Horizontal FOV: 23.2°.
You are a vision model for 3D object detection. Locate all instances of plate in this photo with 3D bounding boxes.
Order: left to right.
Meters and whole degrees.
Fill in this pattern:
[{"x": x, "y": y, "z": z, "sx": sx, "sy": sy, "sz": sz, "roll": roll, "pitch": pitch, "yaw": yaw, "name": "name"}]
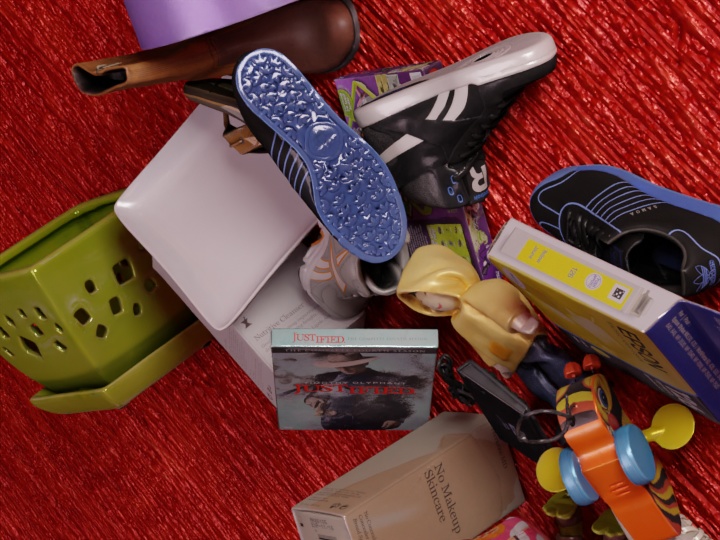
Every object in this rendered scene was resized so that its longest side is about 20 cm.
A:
[{"x": -0.109, "y": -0.071, "z": 1.606, "sx": 0.200, "sy": 0.200, "sz": 0.032, "roll": 46, "pitch": -173, "yaw": 35, "name": "plate"}]

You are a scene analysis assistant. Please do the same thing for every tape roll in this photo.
[{"x": -0.101, "y": -0.254, "z": 1.437, "sx": 0.200, "sy": 0.200, "sz": 0.085, "roll": -5, "pitch": 110, "yaw": 51, "name": "tape roll"}]

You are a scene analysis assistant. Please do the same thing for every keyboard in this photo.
[{"x": 0.115, "y": 0.115, "z": 1.484, "sx": 0.127, "sy": 0.021, "sz": 0.200, "roll": 34, "pitch": 170, "yaw": 24, "name": "keyboard"}]

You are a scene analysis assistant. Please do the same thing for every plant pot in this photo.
[{"x": -0.278, "y": 0.037, "z": 1.854, "sx": 0.200, "sy": 0.199, "sz": 0.182, "roll": -12, "pitch": 110, "yaw": 52, "name": "plant pot"}]

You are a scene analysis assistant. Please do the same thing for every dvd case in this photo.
[{"x": -0.006, "y": 0.100, "z": 1.570, "sx": 0.200, "sy": 0.145, "sz": 0.022, "roll": 93, "pitch": 178, "yaw": -63, "name": "dvd case"}]

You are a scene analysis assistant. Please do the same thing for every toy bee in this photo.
[{"x": 0.194, "y": 0.123, "z": 1.367, "sx": 0.130, "sy": 0.109, "sz": 0.200, "roll": -8, "pitch": 137, "yaw": 11, "name": "toy bee"}]

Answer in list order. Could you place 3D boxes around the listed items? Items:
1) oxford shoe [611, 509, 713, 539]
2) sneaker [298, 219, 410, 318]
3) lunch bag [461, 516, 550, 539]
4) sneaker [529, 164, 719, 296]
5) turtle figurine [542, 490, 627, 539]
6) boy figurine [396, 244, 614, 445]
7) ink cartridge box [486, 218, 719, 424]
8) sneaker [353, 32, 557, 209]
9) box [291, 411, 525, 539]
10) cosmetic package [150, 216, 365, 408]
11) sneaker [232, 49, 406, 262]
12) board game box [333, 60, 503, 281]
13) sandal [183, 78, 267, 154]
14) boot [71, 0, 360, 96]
[{"x": 0.263, "y": 0.229, "z": 1.441, "sx": 0.058, "sy": 0.075, "sz": 0.200, "roll": -40, "pitch": 69, "yaw": 17, "name": "oxford shoe"}, {"x": 0.000, "y": 0.000, "z": 1.535, "sx": 0.092, "sy": 0.075, "sz": 0.200, "roll": 56, "pitch": 161, "yaw": 25, "name": "sneaker"}, {"x": 0.156, "y": 0.329, "z": 1.505, "sx": 0.200, "sy": 0.082, "sz": 0.177, "roll": 40, "pitch": 141, "yaw": 43, "name": "lunch bag"}, {"x": 0.195, "y": -0.029, "z": 1.331, "sx": 0.199, "sy": 0.078, "sz": 0.070, "roll": 16, "pitch": 125, "yaw": 44, "name": "sneaker"}, {"x": 0.208, "y": 0.281, "z": 1.530, "sx": 0.200, "sy": 0.064, "sz": 0.162, "roll": 29, "pitch": 128, "yaw": 48, "name": "turtle figurine"}, {"x": 0.117, "y": 0.052, "z": 1.452, "sx": 0.200, "sy": 0.064, "sz": 0.124, "roll": 41, "pitch": 162, "yaw": 4, "name": "boy figurine"}, {"x": 0.214, "y": 0.051, "z": 1.298, "sx": 0.200, "sy": 0.047, "sz": 0.198, "roll": 31, "pitch": 173, "yaw": 37, "name": "ink cartridge box"}, {"x": 0.095, "y": -0.112, "z": 1.399, "sx": 0.199, "sy": 0.073, "sz": 0.112, "roll": -16, "pitch": 105, "yaw": 44, "name": "sneaker"}, {"x": 0.045, "y": 0.209, "z": 1.564, "sx": 0.078, "sy": 0.200, "sz": 0.095, "roll": -2, "pitch": 112, "yaw": 51, "name": "box"}, {"x": -0.099, "y": 0.017, "z": 1.677, "sx": 0.200, "sy": 0.113, "sz": 0.081, "roll": 46, "pitch": 159, "yaw": 16, "name": "cosmetic package"}, {"x": -0.033, "y": -0.096, "z": 1.430, "sx": 0.200, "sy": 0.070, "sz": 0.078, "roll": 55, "pitch": 177, "yaw": -8, "name": "sneaker"}, {"x": 0.050, "y": -0.078, "z": 1.517, "sx": 0.120, "sy": 0.032, "sz": 0.201, "roll": -1, "pitch": 111, "yaw": 46, "name": "board game box"}, {"x": -0.080, "y": -0.121, "z": 1.549, "sx": 0.199, "sy": 0.082, "sz": 0.055, "roll": 27, "pitch": 110, "yaw": 23, "name": "sandal"}, {"x": -0.122, "y": -0.191, "z": 1.500, "sx": 0.188, "sy": 0.199, "sz": 0.069, "roll": 10, "pitch": 109, "yaw": 49, "name": "boot"}]
